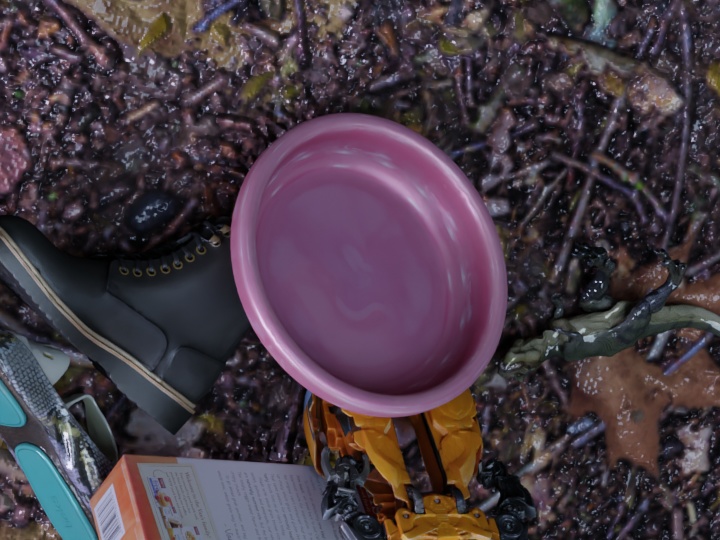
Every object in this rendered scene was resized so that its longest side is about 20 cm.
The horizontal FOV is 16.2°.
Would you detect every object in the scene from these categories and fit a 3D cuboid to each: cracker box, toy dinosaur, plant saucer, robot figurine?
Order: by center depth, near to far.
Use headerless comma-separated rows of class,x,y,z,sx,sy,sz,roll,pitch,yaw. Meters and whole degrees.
cracker box,-0.061,0.191,1.606,0.200,0.134,0.058,6,139,-32
plant saucer,0.000,0.000,1.625,0.200,0.051,0.201,12,66,-29
robot figurine,0.031,0.125,1.639,0.145,0.200,0.058,2,137,-20
toy dinosaur,0.182,0.026,1.750,0.199,0.047,0.088,-7,124,-19

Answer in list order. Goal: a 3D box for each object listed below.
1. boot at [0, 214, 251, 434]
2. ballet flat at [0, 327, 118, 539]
boot,-0.141,-0.006,1.607,0.138,0.077,0.200,-48,130,-5
ballet flat,-0.205,0.088,1.618,0.072,0.072,0.201,-34,116,-8
